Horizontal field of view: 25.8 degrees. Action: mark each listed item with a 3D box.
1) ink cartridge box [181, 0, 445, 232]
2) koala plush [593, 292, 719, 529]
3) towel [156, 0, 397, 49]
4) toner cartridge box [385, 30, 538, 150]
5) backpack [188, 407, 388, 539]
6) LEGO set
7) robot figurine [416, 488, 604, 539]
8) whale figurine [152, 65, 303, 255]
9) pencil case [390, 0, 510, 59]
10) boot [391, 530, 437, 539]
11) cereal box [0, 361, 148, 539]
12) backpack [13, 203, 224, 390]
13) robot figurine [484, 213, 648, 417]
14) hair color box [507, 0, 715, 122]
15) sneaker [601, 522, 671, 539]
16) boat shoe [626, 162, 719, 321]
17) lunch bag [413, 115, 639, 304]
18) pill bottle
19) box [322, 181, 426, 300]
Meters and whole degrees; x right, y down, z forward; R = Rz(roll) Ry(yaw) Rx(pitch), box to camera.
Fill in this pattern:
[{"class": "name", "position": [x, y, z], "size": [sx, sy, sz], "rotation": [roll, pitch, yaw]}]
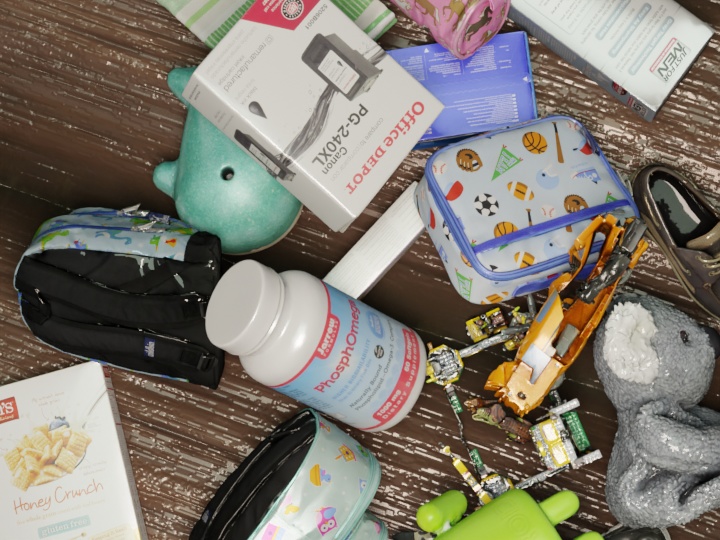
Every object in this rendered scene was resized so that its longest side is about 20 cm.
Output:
[{"class": "ink cartridge box", "position": [-0.042, -0.156, 1.455], "size": [0.200, 0.083, 0.146], "rotation": [41, 74, -5]}, {"class": "koala plush", "position": [0.276, 0.114, 1.433], "size": [0.182, 0.177, 0.202], "rotation": [-26, 92, 14]}, {"class": "towel", "position": [-0.083, -0.261, 1.549], "size": [0.200, 0.023, 0.153], "rotation": [42, 78, 17]}, {"class": "toner cartridge box", "position": [0.071, -0.171, 1.545], "size": [0.197, 0.043, 0.096], "rotation": [-7, 84, 4]}, {"class": "backpack", "position": [-0.060, 0.235, 1.451], "size": [0.152, 0.176, 0.202], "rotation": [30, 87, -10]}, {"class": "LEGO set", "position": [0.141, 0.130, 1.471], "size": [0.152, 0.116, 0.203], "rotation": [-15, 83, 3]}, {"class": "robot figurine", "position": [0.118, 0.273, 1.396], "size": [0.199, 0.116, 0.177], "rotation": [-32, 81, -7]}, {"class": "whale figurine", "position": [-0.131, -0.117, 1.525], "size": [0.157, 0.104, 0.202], "rotation": [-17, 81, 3]}, {"class": "pencil case", "position": [0.057, -0.291, 1.517], "size": [0.083, 0.087, 0.200], "rotation": [-44, 69, -2]}, {"class": "boot", "position": [0.029, 0.329, 1.489], "size": [0.201, 0.073, 0.156], "rotation": [-6, 75, 12]}, {"class": "cereal box", "position": [-0.295, 0.202, 1.538], "size": [0.142, 0.040, 0.202], "rotation": [-16, 83, 3]}, {"class": "backpack", "position": [-0.229, 0.017, 1.499], "size": [0.197, 0.155, 0.165], "rotation": [-1, 127, -3]}, {"class": "robot figurine", "position": [0.183, 0.033, 1.372], "size": [0.058, 0.145, 0.201], "rotation": [33, 85, 6]}, {"class": "hair color box", "position": [0.233, -0.246, 1.531], "size": [0.199, 0.061, 0.099], "rotation": [38, 88, 8]}, {"class": "sneaker", "position": [0.204, 0.294, 1.463], "size": [0.199, 0.091, 0.067], "rotation": [-33, 82, 1]}, {"class": "boat shoe", "position": [0.326, -0.020, 1.494], "size": [0.074, 0.073, 0.200], "rotation": [-45, 83, -1]}, {"class": "lunch bag", "position": [0.160, -0.056, 1.469], "size": [0.198, 0.076, 0.161], "rotation": [-17, 64, -23]}, {"class": "pill bottle", "position": [-0.041, 0.067, 1.445], "size": [0.199, 0.108, 0.110], "rotation": [28, 86, -36]}, {"class": "box", "position": [0.000, 0.000, 1.535], "size": [0.041, 0.039, 0.200], "rotation": [42, 89, 6]}]
